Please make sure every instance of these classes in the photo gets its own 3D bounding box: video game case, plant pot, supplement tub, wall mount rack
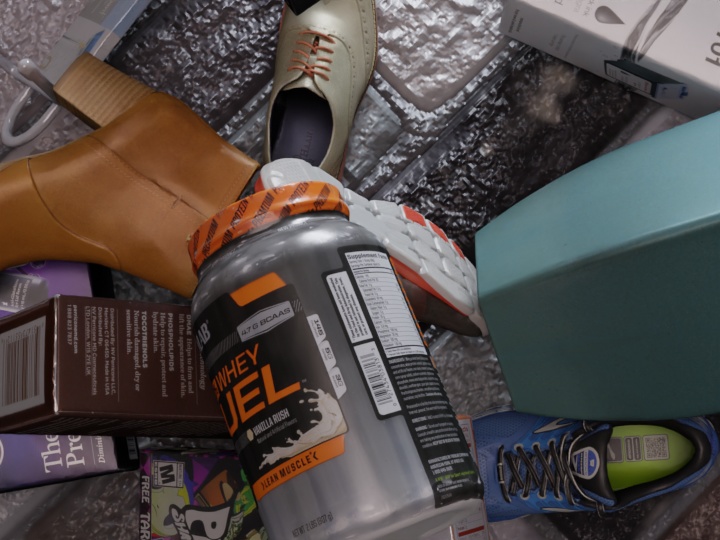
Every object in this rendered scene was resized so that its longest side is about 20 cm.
[{"bbox_3d":[-0.061,0.215,0.911,0.180,0.036,0.202,0,89,29],"label":"video game case"},{"bbox_3d":[0.178,0.006,0.905,0.199,0.142,0.142,-15,117,11],"label":"plant pot"},{"bbox_3d":[-0.020,0.060,0.811,0.122,0.123,0.201,-22,73,-1],"label":"supplement tub"},{"bbox_3d":[-0.183,-0.171,0.941,0.074,0.174,0.200,40,84,-34],"label":"wall mount rack"}]

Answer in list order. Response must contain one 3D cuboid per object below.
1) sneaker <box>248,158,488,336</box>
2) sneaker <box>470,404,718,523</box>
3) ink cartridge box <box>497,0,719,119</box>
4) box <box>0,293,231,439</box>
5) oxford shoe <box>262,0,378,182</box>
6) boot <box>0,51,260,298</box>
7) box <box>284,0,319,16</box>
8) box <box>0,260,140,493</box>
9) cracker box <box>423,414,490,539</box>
[{"bbox_3d":[0.000,0.000,0.950,0.199,0.077,0.082,29,118,-24],"label":"sneaker"},{"bbox_3d":[0.132,0.119,0.935,0.199,0.089,0.079,-11,83,6],"label":"sneaker"},{"bbox_3d":[0.213,-0.196,0.974,0.199,0.086,0.147,24,84,5],"label":"ink cartridge box"},{"bbox_3d":[-0.117,0.063,0.891,0.199,0.100,0.076,8,74,-36],"label":"box"},{"bbox_3d":[-0.026,-0.134,0.976,0.070,0.074,0.202,6,84,2],"label":"oxford shoe"},{"bbox_3d":[-0.166,-0.021,0.896,0.144,0.071,0.202,36,86,-1],"label":"boot"},{"bbox_3d":[-0.092,-0.281,0.927,0.043,0.160,0.200,-34,66,-3],"label":"box"},{"bbox_3d":[-0.234,0.045,0.960,0.140,0.079,0.201,-10,83,2],"label":"box"},{"bbox_3d":[0.016,0.200,0.920,0.133,0.058,0.201,-12,82,29],"label":"cracker box"}]
